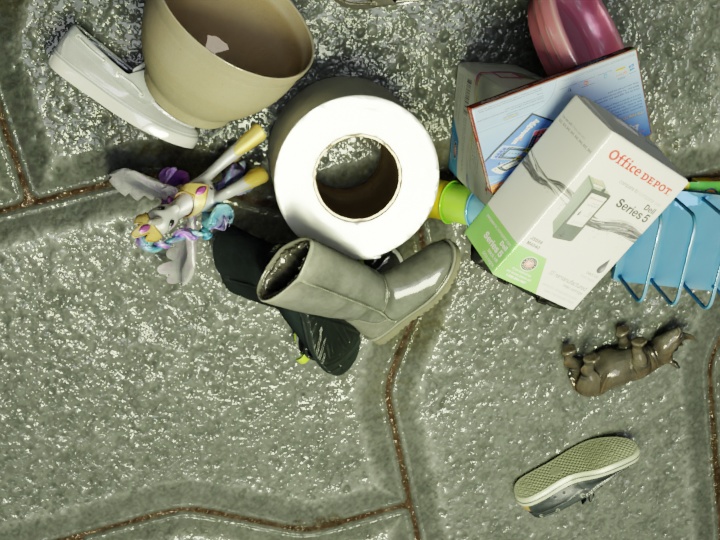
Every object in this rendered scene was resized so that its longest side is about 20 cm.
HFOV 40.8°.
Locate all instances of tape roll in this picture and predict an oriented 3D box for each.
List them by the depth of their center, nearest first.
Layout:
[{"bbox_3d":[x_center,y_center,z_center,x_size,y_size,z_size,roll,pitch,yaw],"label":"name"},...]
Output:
[{"bbox_3d":[-0.013,-0.131,1.207,0.201,0.139,0.204,-3,111,-8],"label":"tape roll"}]

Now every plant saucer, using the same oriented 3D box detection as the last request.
[{"bbox_3d":[0.265,-0.276,1.184,0.051,0.201,0.201,-23,116,35],"label":"plant saucer"}]

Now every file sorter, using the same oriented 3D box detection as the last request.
[{"bbox_3d":[0.462,-0.024,1.303,0.198,0.123,0.140,6,110,-3],"label":"file sorter"}]

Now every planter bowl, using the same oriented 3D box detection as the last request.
[{"bbox_3d":[-0.172,-0.253,1.125,0.199,0.201,0.135,30,130,-18],"label":"planter bowl"}]

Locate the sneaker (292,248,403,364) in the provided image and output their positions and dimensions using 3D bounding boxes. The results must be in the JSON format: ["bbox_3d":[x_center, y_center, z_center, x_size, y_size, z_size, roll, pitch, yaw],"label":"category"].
[{"bbox_3d":[-0.011,0.053,1.304,0.072,0.083,0.200,39,100,-20],"label":"sneaker"}]

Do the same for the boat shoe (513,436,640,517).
[{"bbox_3d":[0.329,0.312,1.461,0.199,0.075,0.062,-28,117,8],"label":"boat shoe"}]

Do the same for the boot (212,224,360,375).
[{"bbox_3d":[-0.097,0.034,1.249,0.076,0.168,0.201,-43,124,-26],"label":"boot"}]

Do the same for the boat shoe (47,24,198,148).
[{"bbox_3d":[-0.276,-0.224,1.176,0.199,0.072,0.069,34,102,-9],"label":"boat shoe"}]

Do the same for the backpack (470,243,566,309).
[{"bbox_3d":[0.261,-0.076,1.279,0.162,0.154,0.201,25,126,-12],"label":"backpack"}]

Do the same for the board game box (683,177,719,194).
[{"bbox_3d":[0.543,-0.083,1.370,0.198,0.030,0.096,-2,111,-10],"label":"board game box"}]

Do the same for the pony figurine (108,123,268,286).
[{"bbox_3d":[-0.210,-0.085,1.178,0.200,0.193,0.167,-38,98,-23],"label":"pony figurine"}]

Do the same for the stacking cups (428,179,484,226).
[{"bbox_3d":[0.163,-0.080,1.227,0.060,0.199,0.061,-19,115,-48],"label":"stacking cups"}]

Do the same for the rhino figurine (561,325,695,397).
[{"bbox_3d":[0.392,0.127,1.405,0.198,0.060,0.088,-17,126,-4],"label":"rhino figurine"}]

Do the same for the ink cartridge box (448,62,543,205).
[{"bbox_3d":[0.177,-0.167,1.189,0.084,0.200,0.146,1,110,-9],"label":"ink cartridge box"}]

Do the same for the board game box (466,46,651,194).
[{"bbox_3d":[0.224,-0.167,1.083,0.199,0.019,0.104,-20,112,-5],"label":"board game box"}]

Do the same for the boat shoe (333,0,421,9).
[{"bbox_3d":[0.060,-0.360,1.177,0.198,0.057,0.067,-11,111,-5],"label":"boat shoe"}]

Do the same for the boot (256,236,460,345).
[{"bbox_3d":[0.001,0.001,1.142,0.199,0.073,0.182,32,107,-38],"label":"boot"}]

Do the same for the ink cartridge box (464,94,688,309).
[{"bbox_3d":[0.238,-0.072,1.076,0.145,0.084,0.200,21,117,-36],"label":"ink cartridge box"}]
